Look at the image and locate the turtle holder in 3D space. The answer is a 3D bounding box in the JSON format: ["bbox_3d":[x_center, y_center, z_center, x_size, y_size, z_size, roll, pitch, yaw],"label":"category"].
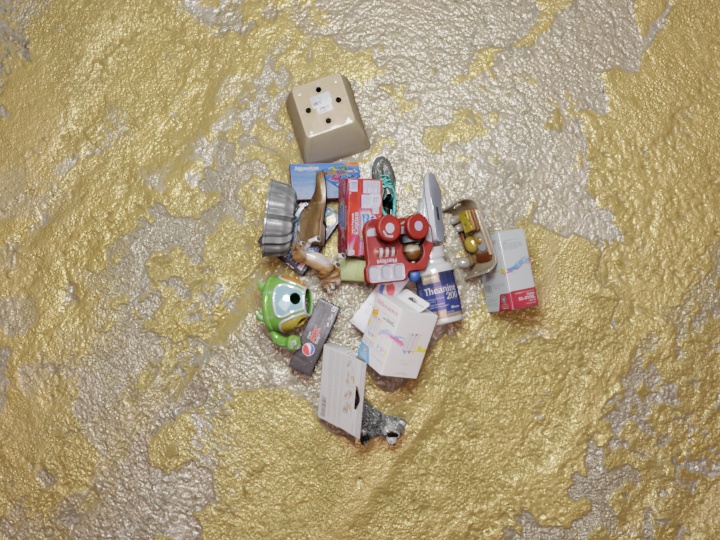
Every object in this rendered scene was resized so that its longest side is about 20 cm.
[{"bbox_3d":[-0.199,0.103,1.568,0.129,0.142,0.189,-4,53,13],"label":"turtle holder"}]

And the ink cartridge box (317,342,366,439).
[{"bbox_3d":[-0.037,0.310,1.543,0.044,0.174,0.205,-2,101,-43],"label":"ink cartridge box"}]

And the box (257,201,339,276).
[{"bbox_3d":[-0.166,-0.112,1.641,0.158,0.046,0.202,35,87,3],"label":"box"}]

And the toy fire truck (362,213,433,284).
[{"bbox_3d":[0.095,-0.053,1.515,0.196,0.112,0.172,-4,90,-23],"label":"toy fire truck"}]

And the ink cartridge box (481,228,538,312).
[{"bbox_3d":[0.384,0.002,1.568,0.081,0.146,0.205,-9,86,-14],"label":"ink cartridge box"}]

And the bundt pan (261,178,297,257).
[{"bbox_3d":[-0.206,-0.131,1.527,0.074,0.202,0.207,6,86,-7],"label":"bundt pan"}]

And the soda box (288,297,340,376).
[{"bbox_3d":[-0.123,0.180,1.614,0.070,0.063,0.203,24,87,3],"label":"soda box"}]

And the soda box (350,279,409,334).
[{"bbox_3d":[0.055,0.079,1.614,0.063,0.068,0.201,38,87,3],"label":"soda box"}]

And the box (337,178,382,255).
[{"bbox_3d":[-0.003,-0.143,1.588,0.097,0.095,0.205,-2,98,-19],"label":"box"}]

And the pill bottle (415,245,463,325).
[{"bbox_3d":[0.205,0.042,1.592,0.108,0.111,0.205,-12,86,0],"label":"pill bottle"}]

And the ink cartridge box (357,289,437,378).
[{"bbox_3d":[0.098,0.156,1.537,0.123,0.128,0.204,11,101,-34],"label":"ink cartridge box"}]

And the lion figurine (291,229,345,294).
[{"bbox_3d":[-0.120,-0.025,1.568,0.199,0.122,0.073,39,49,-18],"label":"lion figurine"}]

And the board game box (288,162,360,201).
[{"bbox_3d":[-0.095,-0.244,1.631,0.195,0.019,0.106,-4,78,-14],"label":"board game box"}]

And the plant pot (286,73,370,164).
[{"bbox_3d":[-0.093,-0.414,1.594,0.196,0.177,0.204,-18,87,0],"label":"plant pot"}]

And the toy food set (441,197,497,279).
[{"bbox_3d":[0.281,-0.083,1.577,0.059,0.143,0.204,-18,86,-18],"label":"toy food set"}]

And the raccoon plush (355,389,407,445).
[{"bbox_3d":[0.043,0.373,1.589,0.131,0.097,0.204,-18,86,-8],"label":"raccoon plush"}]

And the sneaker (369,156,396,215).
[{"bbox_3d":[0.072,-0.216,1.618,0.076,0.091,0.205,-5,86,-12],"label":"sneaker"}]

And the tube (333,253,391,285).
[{"bbox_3d":[0.000,0.000,1.601,0.197,0.053,0.058,7,44,34],"label":"tube"}]

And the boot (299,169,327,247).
[{"bbox_3d":[-0.124,-0.166,1.575,0.074,0.074,0.205,5,98,2],"label":"boot"}]

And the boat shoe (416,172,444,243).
[{"bbox_3d":[0.183,-0.169,1.627,0.064,0.073,0.205,-15,67,34],"label":"boat shoe"}]
